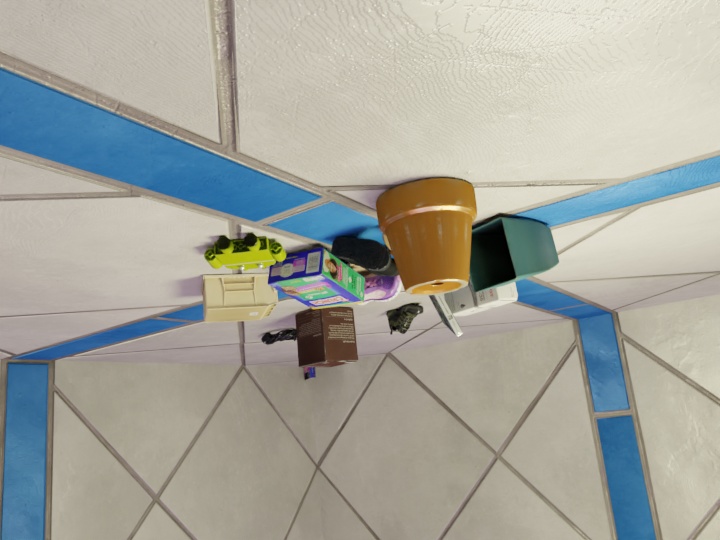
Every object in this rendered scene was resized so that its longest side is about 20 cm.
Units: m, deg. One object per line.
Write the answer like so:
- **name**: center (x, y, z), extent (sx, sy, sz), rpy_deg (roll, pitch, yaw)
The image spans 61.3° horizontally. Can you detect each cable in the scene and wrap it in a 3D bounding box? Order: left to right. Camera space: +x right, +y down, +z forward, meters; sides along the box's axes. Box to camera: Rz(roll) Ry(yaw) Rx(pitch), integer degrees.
- **cable**: center (-0.333, 0.293, 2.654), extent (0.161, 0.052, 0.199), rpy_deg (4, 162, -35)

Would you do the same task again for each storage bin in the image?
- **storage bin**: center (-0.344, 0.079, 1.711), extent (0.195, 0.095, 0.200), rpy_deg (-2, 165, -17)

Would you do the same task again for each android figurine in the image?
- **android figurine**: center (-0.262, -0.036, 1.399), extent (0.179, 0.042, 0.200), rpy_deg (-6, 164, -2)

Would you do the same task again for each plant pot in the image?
- **plant pot**: center (0.136, -0.055, 1.187), extent (0.196, 0.187, 0.200), rpy_deg (-6, 166, -1)
- **plant pot**: center (0.369, -0.041, 1.452), extent (0.197, 0.144, 0.141), rpy_deg (-5, 168, -36)

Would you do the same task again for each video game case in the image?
- **video game case**: center (0.210, 0.080, 1.667), extent (0.023, 0.184, 0.200), rpy_deg (-29, -174, 0)

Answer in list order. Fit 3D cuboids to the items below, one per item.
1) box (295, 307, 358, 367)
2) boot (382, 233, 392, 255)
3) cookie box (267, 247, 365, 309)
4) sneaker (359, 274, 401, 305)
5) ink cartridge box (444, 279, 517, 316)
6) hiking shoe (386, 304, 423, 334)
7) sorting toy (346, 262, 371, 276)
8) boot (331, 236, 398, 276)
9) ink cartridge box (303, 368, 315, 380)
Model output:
- **box**: center (-0.126, 0.246, 2.243), extent (0.164, 0.204, 0.163), rpy_deg (9, 160, -44)
- **boot**: center (0.100, -0.050, 1.448), extent (0.199, 0.072, 0.143), rpy_deg (23, 172, -29)
- **cookie box**: center (-0.107, 0.026, 1.536), extent (0.169, 0.076, 0.199), rpy_deg (-10, 154, 31)
- **sneaker**: center (0.024, 0.045, 1.637), extent (0.088, 0.082, 0.198), rpy_deg (12, 158, -42)
- **ink cartridge box**: center (0.327, 0.035, 1.704), extent (0.082, 0.149, 0.199), rpy_deg (1, 164, -37)
- **hiking shoe**: center (0.180, 0.192, 2.363), extent (0.075, 0.103, 0.199), rpy_deg (3, 164, -34)
- **sorting toy**: center (0.000, 0.000, 1.675), extent (0.197, 0.037, 0.184), rpy_deg (-2, 166, -34)
- **boot**: center (0.046, -0.018, 1.444), extent (0.163, 0.067, 0.199), rpy_deg (22, 175, 35)
- **ink cartridge box**: center (-0.344, 0.687, 4.122), extent (0.036, 0.096, 0.200), rpy_deg (1, 165, -22)
